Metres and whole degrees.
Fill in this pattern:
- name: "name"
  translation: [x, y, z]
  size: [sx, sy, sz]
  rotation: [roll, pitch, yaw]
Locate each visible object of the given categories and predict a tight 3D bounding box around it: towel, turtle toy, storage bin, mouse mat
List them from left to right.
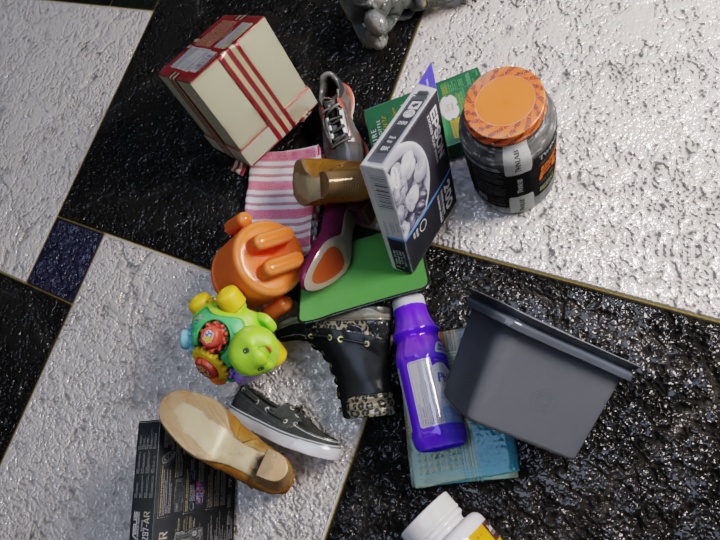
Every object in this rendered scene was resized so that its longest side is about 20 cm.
- name: "turtle toy"
  translation: [-0.182, 0.106, 0.762]
  size: [0.198, 0.147, 0.101]
  rotation: [-12, 31, 43]
- name: "towel"
  translation: [-0.138, -0.116, 0.911]
  size: [0.144, 0.030, 0.204]
  rotation: [-1, 74, 21]
- name: "mouse mat"
  translation: [0.000, 0.000, 0.783]
  size: [0.197, 0.008, 0.162]
  rotation: [-17, 37, 10]
- name: "towel"
  translation: [0.129, 0.183, 0.725]
  size: [0.144, 0.022, 0.203]
  rotation: [-12, 68, 16]
- name: "storage bin"
  translation: [0.197, 0.124, 0.639]
  size: [0.198, 0.145, 0.136]
  rotation: [24, 93, -15]

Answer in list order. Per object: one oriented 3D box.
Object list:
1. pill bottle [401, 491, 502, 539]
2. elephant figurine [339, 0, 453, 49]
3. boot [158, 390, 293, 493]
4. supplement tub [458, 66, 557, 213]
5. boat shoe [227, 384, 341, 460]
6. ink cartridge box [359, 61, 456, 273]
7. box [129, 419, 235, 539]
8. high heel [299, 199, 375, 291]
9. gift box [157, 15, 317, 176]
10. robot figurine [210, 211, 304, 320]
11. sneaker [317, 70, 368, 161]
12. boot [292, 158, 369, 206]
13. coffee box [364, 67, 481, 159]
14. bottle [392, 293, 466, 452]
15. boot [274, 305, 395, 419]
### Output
- name: "pill bottle"
  translation: [0.139, 0.367, 0.615]
  size: [0.109, 0.109, 0.200]
  rotation: [-44, 65, 2]
- name: "elephant figurine"
  translation: [0.072, -0.481, 0.906]
  size: [0.199, 0.156, 0.141]
  rotation: [-37, 21, -5]
- name: "boot"
  translation: [-0.183, 0.249, 0.732]
  size: [0.199, 0.145, 0.071]
  rotation: [29, 59, 6]
- name: "supplement tub"
  translation: [0.198, -0.168, 0.707]
  size: [0.120, 0.200, 0.125]
  rotation: [-6, 72, 18]
- name: "boat shoe"
  translation: [-0.112, 0.221, 0.778]
  size: [0.197, 0.069, 0.057]
  rotation: [14, 78, 26]
- name: "ink cartridge box"
  translation: [0.083, -0.133, 0.711]
  size: [0.043, 0.199, 0.201]
  rotation: [16, 60, 28]
- name: "box"
  translation: [-0.242, 0.316, 0.743]
  size: [0.043, 0.160, 0.204]
  rotation: [-11, 71, 25]
- name: "high heel"
  translation: [-0.054, -0.044, 0.809]
  size: [0.095, 0.068, 0.200]
  rotation: [6, 43, 37]
- name: "gift box"
  translation: [-0.195, -0.283, 0.876]
  size: [0.184, 0.187, 0.200]
  rotation: [-43, 43, -8]
- name: "robot figurine"
  translation: [-0.160, -0.003, 0.812]
  size: [0.199, 0.143, 0.118]
  rotation: [-24, 36, 55]
- name: "sneaker"
  translation: [-0.042, -0.242, 0.884]
  size: [0.076, 0.082, 0.203]
  rotation: [-19, 68, 14]
- name: "boot"
  translation: [-0.016, -0.134, 0.810]
  size: [0.201, 0.142, 0.072]
  rotation: [-156, 63, -62]
- name: "coffee box"
  translation: [0.109, -0.230, 0.845]
  size: [0.197, 0.044, 0.125]
  rotation: [-18, 68, 14]
- name: "bottle"
  translation: [0.085, 0.132, 0.701]
  size: [0.064, 0.083, 0.203]
  rotation: [-21, 65, 21]
- name: "boot"
  translation: [-0.039, 0.136, 0.773]
  size: [0.201, 0.073, 0.157]
  rotation: [-11, 80, 29]
